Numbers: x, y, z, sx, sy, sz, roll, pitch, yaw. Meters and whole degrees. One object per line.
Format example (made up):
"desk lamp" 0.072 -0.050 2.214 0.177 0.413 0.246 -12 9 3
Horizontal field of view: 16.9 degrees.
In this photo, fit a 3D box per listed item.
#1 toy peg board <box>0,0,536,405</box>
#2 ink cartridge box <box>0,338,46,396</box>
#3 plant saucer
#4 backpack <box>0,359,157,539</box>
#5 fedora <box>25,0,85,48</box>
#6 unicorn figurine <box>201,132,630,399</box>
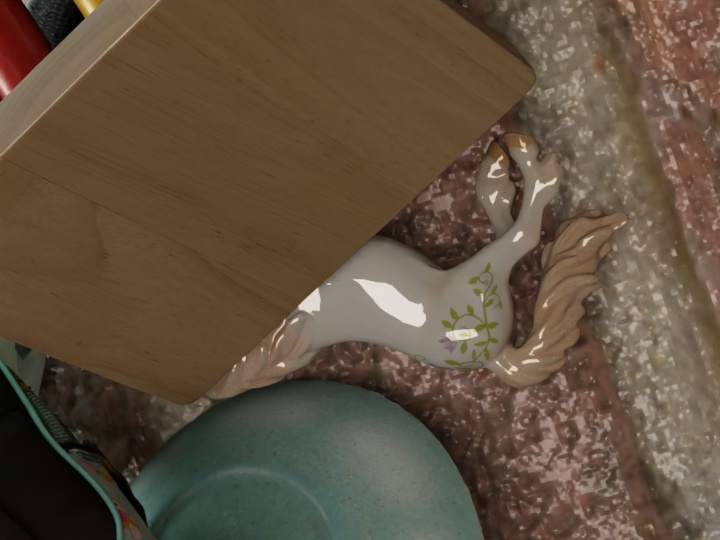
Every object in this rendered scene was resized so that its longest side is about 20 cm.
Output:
"toy peg board" -0.072 -0.068 0.910 0.199 0.200 0.098 -43 59 12
"ink cartridge box" -0.207 -0.007 1.052 0.146 0.085 0.200 15 102 9
"plant saucer" -0.044 0.138 1.013 0.201 0.039 0.201 -11 67 28
"backpack" -0.149 0.149 0.930 0.176 0.200 0.153 -38 120 -14
"fedora" -0.054 -0.141 0.965 0.201 0.201 0.092 -27 63 16
"unicorn figurine" 0.000 0.000 1.008 0.200 0.074 0.137 13 86 26
